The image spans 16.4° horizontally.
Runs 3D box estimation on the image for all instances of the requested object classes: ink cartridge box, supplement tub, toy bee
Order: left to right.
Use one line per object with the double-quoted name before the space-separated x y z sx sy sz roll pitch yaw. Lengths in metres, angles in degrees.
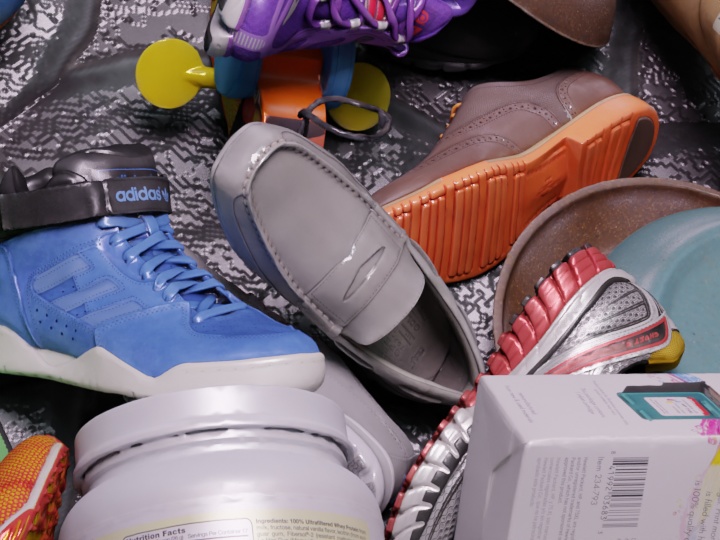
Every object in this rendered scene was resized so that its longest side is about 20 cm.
"supplement tub" -0.056 0.164 1.071 0.144 0.145 0.201 -1 68 -16
"toy bee" -0.052 -0.082 1.270 0.130 0.109 0.200 17 30 -3
"ink cartridge box" 0.148 0.111 1.129 0.199 0.117 0.067 1 23 -18

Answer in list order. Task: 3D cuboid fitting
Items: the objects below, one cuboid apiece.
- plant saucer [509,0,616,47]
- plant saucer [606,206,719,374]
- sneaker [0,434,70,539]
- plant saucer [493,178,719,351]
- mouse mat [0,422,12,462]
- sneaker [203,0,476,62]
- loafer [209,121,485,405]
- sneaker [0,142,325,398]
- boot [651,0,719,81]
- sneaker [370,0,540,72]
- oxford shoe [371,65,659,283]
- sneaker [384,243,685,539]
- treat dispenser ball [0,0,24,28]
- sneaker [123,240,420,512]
"plant saucer" 0.072 -0.204 1.336 0.200 0.037 0.201 37 21 -17
"plant saucer" 0.205 0.046 1.233 0.199 0.036 0.201 7 59 -12
"sneaker" -0.187 0.140 1.051 0.077 0.073 0.200 25 53 12
"plant saucer" 0.160 0.047 1.269 0.199 0.037 0.201 7 58 -11
"mouse mat" -0.241 0.049 1.136 0.160 0.008 0.200 1 48 -43
"sneaker" -0.002 -0.139 1.210 0.083 0.081 0.200 36 32 18
"loafer" 0.000 0.000 1.175 0.070 0.200 0.070 27 78 44
"sneaker" -0.099 -0.002 1.141 0.077 0.199 0.112 0 95 -50
"boot" 0.214 -0.122 1.345 0.066 0.175 0.200 -36 34 4
"sneaker" 0.011 -0.180 1.343 0.199 0.091 0.076 30 55 2
"oxford shoe" 0.061 -0.052 1.302 0.199 0.072 0.073 -24 50 -32
"sneaker" 0.077 0.088 1.168 0.082 0.078 0.200 35 90 11
"treat dispenser ball" -0.244 -0.192 1.213 0.200 0.201 0.202 7 58 -11
"sneaker" -0.054 0.053 1.211 0.200 0.075 0.082 44 24 18
